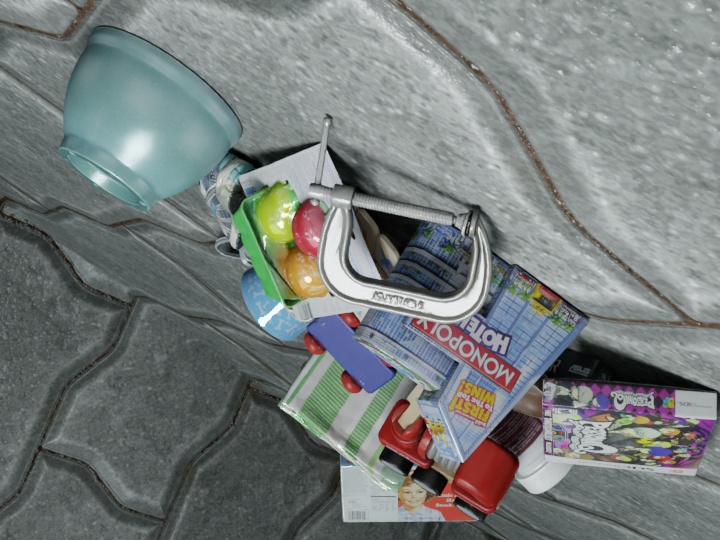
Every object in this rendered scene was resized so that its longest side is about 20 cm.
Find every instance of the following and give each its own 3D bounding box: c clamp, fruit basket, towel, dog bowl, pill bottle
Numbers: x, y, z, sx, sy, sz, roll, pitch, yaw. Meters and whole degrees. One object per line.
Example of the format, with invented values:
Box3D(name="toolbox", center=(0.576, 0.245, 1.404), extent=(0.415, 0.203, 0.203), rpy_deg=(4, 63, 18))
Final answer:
Box3D(name="c clamp", center=(0.037, -0.036, 1.016), extent=(0.199, 0.172, 0.027), rpy_deg=(17, -161, 4))
Box3D(name="fruit basket", center=(-0.052, -0.039, 1.175), extent=(0.199, 0.093, 0.186), rpy_deg=(-14, 102, 51))
Box3D(name="towel", center=(0.006, 0.180, 1.418), extent=(0.200, 0.153, 0.023), rpy_deg=(38, 154, -10))
Box3D(name="dog bowl", center=(-0.076, 0.031, 1.430), extent=(0.199, 0.049, 0.112), rpy_deg=(-1, -120, -56))
Box3D(name="pill bottle", center=(0.195, 0.202, 1.438), extent=(0.200, 0.110, 0.110), rpy_deg=(46, 164, -8))

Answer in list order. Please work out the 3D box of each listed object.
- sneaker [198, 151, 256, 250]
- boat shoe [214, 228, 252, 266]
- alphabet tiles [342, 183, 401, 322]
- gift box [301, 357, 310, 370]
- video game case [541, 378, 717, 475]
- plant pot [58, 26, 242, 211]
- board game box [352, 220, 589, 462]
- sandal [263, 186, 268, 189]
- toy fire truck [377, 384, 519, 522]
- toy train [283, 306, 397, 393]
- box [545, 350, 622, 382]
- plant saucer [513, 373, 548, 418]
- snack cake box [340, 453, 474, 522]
Box3D(name="sneaker", center=(-0.163, -0.099, 1.347), extent=(0.086, 0.078, 0.200), rpy_deg=(40, 162, 15))
Box3D(name="boat shoe", center=(-0.139, -0.034, 1.483), extent=(0.070, 0.072, 0.200), rpy_deg=(41, 162, -32))
Box3D(name="alphabet tiles", center=(0.000, 0.000, 1.204), extent=(0.200, 0.015, 0.196), rpy_deg=(52, 157, 25))
Box3D(name="gift box", center=(0.045, 0.185, 1.572), extent=(0.187, 0.200, 0.185), rpy_deg=(43, -159, -28))
Box3D(name="video game case", center=(0.295, 0.178, 1.188), extent=(0.180, 0.036, 0.200), rpy_deg=(3, 153, 12))
Box3D(name="plant pot", center=(-0.250, -0.152, 1.180), extent=(0.199, 0.135, 0.200), rpy_deg=(29, 167, 8))
Box3D(name="board game box", center=(0.103, 0.082, 1.089), extent=(0.199, 0.201, 0.062), rpy_deg=(34, 167, -14))
Box3D(name="sandal", center=(-0.065, -0.023, 1.331), extent=(0.200, 0.088, 0.079), rpy_deg=(36, 164, -32))
Box3D(name="toy fire truck", center=(0.113, 0.202, 1.307), extent=(0.175, 0.129, 0.200), rpy_deg=(29, 165, 17))
Box3D(name="toy train", center=(-0.027, 0.053, 1.370), extent=(0.200, 0.085, 0.116), rpy_deg=(47, -152, -9))
Box3D(name="box", center=(0.277, 0.161, 1.322), extent=(0.200, 0.044, 0.160), rpy_deg=(41, 164, -34))
Box3D(name="plant saucer", center=(0.152, 0.114, 1.267), extent=(0.199, 0.032, 0.200), rpy_deg=(29, 167, 7))
Box3D(name="snack cake box", center=(0.071, 0.293, 1.500), extent=(0.198, 0.067, 0.116), rpy_deg=(0, 124, 1))
